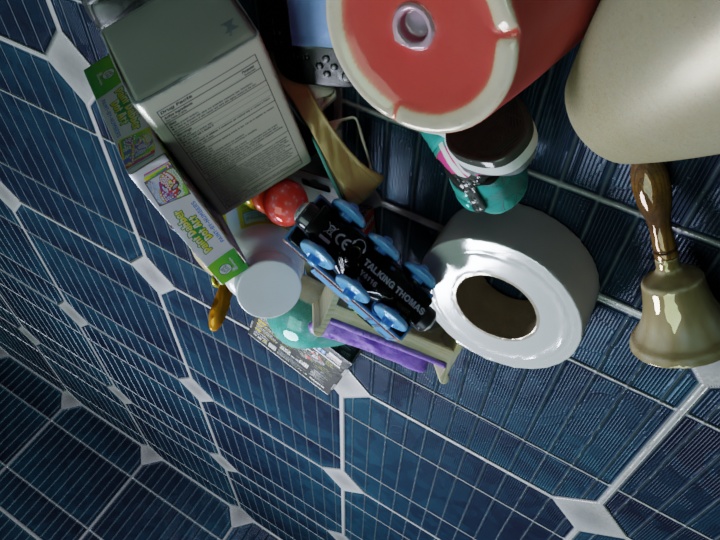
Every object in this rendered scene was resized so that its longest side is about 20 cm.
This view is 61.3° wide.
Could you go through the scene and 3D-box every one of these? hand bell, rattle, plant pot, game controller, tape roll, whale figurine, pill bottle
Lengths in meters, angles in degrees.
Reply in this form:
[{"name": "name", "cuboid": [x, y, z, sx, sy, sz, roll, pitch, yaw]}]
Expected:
[{"name": "hand bell", "cuboid": [0.281, -0.023, 0.561, 0.103, 0.104, 0.203, -4, 117, 44]}, {"name": "rattle", "cuboid": [-0.290, -0.010, 1.043, 0.199, 0.144, 0.130, 38, 165, -11]}, {"name": "plant pot", "cuboid": [0.077, -0.208, 0.437, 0.198, 0.178, 0.202, 24, 143, 20]}, {"name": "game controller", "cuboid": [-0.039, -0.268, 0.577, 0.102, 0.043, 0.202, 0, 138, 1]}, {"name": "tape roll", "cuboid": [0.169, 0.021, 0.710, 0.200, 0.071, 0.204, 24, 143, 19]}, {"name": "whale figurine", "cuboid": [-0.059, 0.081, 0.927, 0.199, 0.105, 0.158, 35, 171, -37]}, {"name": "pill bottle", "cuboid": [-0.135, -0.026, 0.814, 0.112, 0.110, 0.201, 64, 180, -33]}, {"name": "plant pot", "cuboid": [0.225, -0.151, 0.387, 0.187, 0.188, 0.200, 40, 159, -4]}]

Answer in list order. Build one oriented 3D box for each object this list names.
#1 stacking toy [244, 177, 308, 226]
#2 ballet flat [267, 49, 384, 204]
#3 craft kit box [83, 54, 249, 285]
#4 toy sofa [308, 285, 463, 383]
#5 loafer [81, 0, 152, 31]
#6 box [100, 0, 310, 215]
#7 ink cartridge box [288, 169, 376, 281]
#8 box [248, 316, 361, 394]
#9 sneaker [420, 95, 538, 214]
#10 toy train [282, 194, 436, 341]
[{"name": "stacking toy", "cuboid": [-0.128, -0.109, 0.765, 0.199, 0.085, 0.086, 37, 154, 43]}, {"name": "ballet flat", "cuboid": [-0.039, -0.171, 0.689, 0.062, 0.069, 0.202, -30, 96, 8]}, {"name": "craft kit box", "cuboid": [-0.214, -0.111, 0.683, 0.201, 0.048, 0.199, 55, 172, 36]}, {"name": "toy sofa", "cuboid": [0.030, 0.087, 0.816, 0.197, 0.083, 0.099, 22, 108, -14]}, {"name": "loafer", "cuboid": [-0.175, -0.289, 0.597, 0.071, 0.198, 0.068, 60, -176, -38]}, {"name": "box", "cuboid": [-0.148, -0.172, 0.627, 0.110, 0.127, 0.201, 57, 175, 25]}, {"name": "ink cartridge box", "cuboid": [-0.034, -0.060, 0.822, 0.108, 0.050, 0.202, 20, 141, 26]}, {"name": "box", "cuboid": [-0.104, 0.124, 1.100, 0.199, 0.049, 0.160, 36, 143, 4]}, {"name": "sneaker", "cuboid": [0.120, -0.099, 0.557, 0.121, 0.083, 0.201, 45, -172, -28]}, {"name": "toy train", "cuboid": [0.000, 0.000, 0.698, 0.199, 0.087, 0.114, 40, 165, -8]}]
